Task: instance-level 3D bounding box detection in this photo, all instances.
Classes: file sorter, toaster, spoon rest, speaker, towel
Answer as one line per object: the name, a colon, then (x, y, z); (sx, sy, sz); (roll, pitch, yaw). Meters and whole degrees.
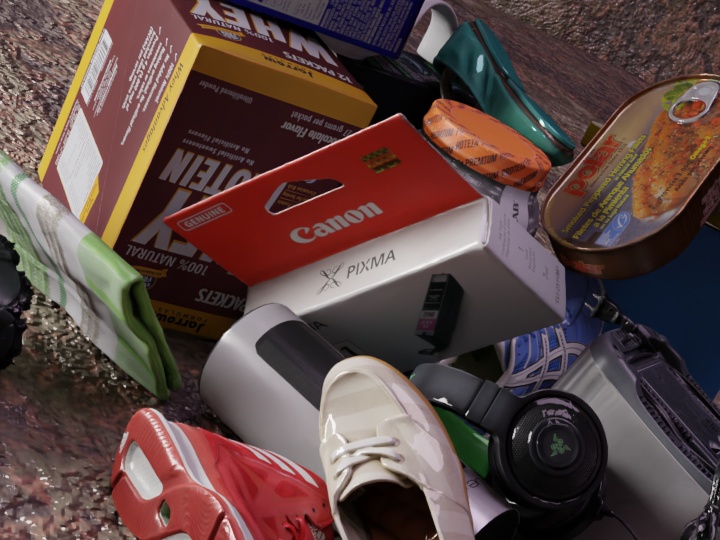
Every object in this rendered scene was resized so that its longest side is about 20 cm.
file sorter: (0.222, 0.036, 1.092); (0.137, 0.202, 0.123); (24, 18, -10)
toaster: (0.175, 0.130, 0.872); (0.200, 0.129, 0.113); (49, 25, 17)
spoon rest: (0.018, -0.204, 1.090); (0.099, 0.061, 0.199); (38, 22, 28)
speaker: (-0.003, 0.109, 0.791); (0.200, 0.082, 0.081); (40, 23, 27)
towel: (-0.191, -0.013, 0.799); (0.199, 0.031, 0.150); (39, -19, 22)

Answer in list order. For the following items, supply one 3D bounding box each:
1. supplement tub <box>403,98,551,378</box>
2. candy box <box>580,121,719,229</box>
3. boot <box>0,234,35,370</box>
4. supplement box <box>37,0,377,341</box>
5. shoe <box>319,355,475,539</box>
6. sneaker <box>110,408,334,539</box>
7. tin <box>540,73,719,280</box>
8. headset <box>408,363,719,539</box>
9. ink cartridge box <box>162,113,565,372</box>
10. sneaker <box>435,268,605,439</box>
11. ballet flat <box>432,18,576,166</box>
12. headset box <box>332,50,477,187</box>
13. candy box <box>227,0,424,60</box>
supplement tub: (0.050, -0.012, 0.974); (0.121, 0.202, 0.123); (24, 21, -10)
candy box: (0.270, -0.055, 1.049); (0.101, 0.027, 0.200); (10, 22, -45)
boot: (-0.276, -0.020, 0.747); (0.161, 0.074, 0.199); (10, 34, -38)
supplement box: (-0.116, -0.090, 0.943); (0.131, 0.199, 0.200); (15, 24, -31)
shoe: (0.025, 0.130, 0.698); (0.202, 0.069, 0.053); (68, 10, 25)
sneaker: (-0.042, 0.140, 0.669); (0.114, 0.079, 0.200); (13, 27, -34)
tin: (0.211, -0.070, 0.978); (0.111, 0.200, 0.042); (18, -36, 40)
headset: (0.117, 0.105, 0.787); (0.198, 0.094, 0.124); (28, -18, 21)
ink cartridge box: (0.000, 0.000, 0.835); (0.173, 0.198, 0.044); (38, 46, -38)
sneaker: (0.108, 0.057, 0.929); (0.075, 0.078, 0.200); (34, 56, 21)
ballet flat: (0.105, -0.124, 1.057); (0.067, 0.070, 0.201); (36, 19, -36)
headset box: (-0.010, -0.105, 1.156); (0.198, 0.176, 0.093); (13, 24, -38)
candy box: (-0.063, -0.242, 0.965); (0.198, 0.078, 0.170); (17, 27, -21)
